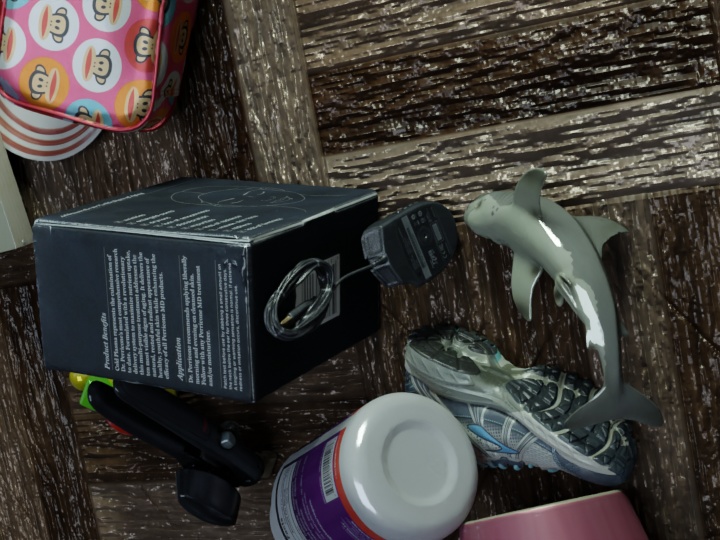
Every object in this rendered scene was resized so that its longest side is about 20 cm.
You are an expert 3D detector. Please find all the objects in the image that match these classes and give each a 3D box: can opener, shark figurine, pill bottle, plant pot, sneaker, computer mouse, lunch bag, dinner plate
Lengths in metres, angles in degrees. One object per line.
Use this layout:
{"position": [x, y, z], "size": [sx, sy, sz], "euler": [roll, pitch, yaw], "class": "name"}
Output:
{"position": [-0.144, 0.135, 1.083], "size": [0.063, 0.200, 0.079], "euler": [-23, 46, 15], "class": "can opener"}
{"position": [0.164, 0.004, 0.953], "size": [0.216, 0.089, 0.129], "euler": [60, 149, 23], "class": "shark figurine"}
{"position": [0.001, 0.174, 1.040], "size": [0.113, 0.112, 0.200], "euler": [58, 147, 6], "class": "pill bottle"}
{"position": [0.152, 0.260, 0.968], "size": [0.198, 0.199, 0.181], "euler": [-19, 76, 31], "class": "plant pot"}
{"position": [0.119, 0.116, 1.019], "size": [0.199, 0.077, 0.087], "euler": [28, 126, 28], "class": "sneaker"}
{"position": [0.000, 0.000, 0.982], "size": [0.034, 0.199, 0.059], "euler": [-12, 102, 50], "class": "computer mouse"}
{"position": [-0.226, -0.221, 1.092], "size": [0.174, 0.082, 0.202], "euler": [15, 100, 9], "class": "lunch bag"}
{"position": [-0.287, -0.199, 1.191], "size": [0.198, 0.024, 0.203], "euler": [7, 105, 29], "class": "dinner plate"}

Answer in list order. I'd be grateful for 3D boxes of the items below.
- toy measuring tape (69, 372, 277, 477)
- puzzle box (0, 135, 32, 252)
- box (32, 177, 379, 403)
{"position": [-0.164, 0.124, 1.188], "size": [0.198, 0.074, 0.074], "euler": [23, 113, -2], "class": "toy measuring tape"}
{"position": [-0.382, -0.109, 1.246], "size": [0.132, 0.025, 0.202], "euler": [-9, 101, 40], "class": "puzzle box"}
{"position": [-0.114, 0.005, 1.038], "size": [0.195, 0.200, 0.126], "euler": [8, 106, 28], "class": "box"}
